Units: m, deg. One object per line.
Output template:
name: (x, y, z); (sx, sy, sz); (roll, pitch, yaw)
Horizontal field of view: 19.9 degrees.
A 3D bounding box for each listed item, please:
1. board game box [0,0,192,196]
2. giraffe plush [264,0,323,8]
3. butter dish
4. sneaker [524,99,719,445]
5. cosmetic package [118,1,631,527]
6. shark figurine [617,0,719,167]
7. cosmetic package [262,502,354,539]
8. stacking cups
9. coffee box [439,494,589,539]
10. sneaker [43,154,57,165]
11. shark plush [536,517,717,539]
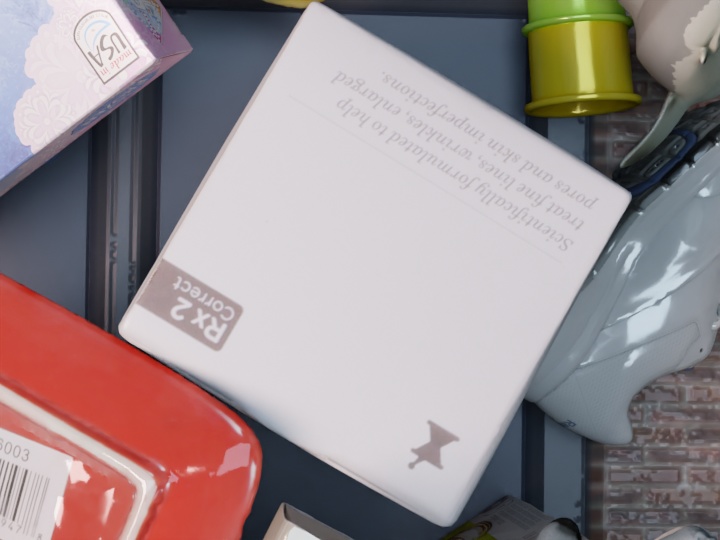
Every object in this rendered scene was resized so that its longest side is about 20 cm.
board game box: (-0.206, -0.123, 0.899); (0.199, 0.043, 0.200); (-34, 91, 24)
giraffe plush: (-0.120, -0.171, 0.958); (0.161, 0.173, 0.201); (-29, 123, -11)
butter dish: (-0.133, 0.110, 0.909); (0.199, 0.148, 0.201); (27, 101, 19)
sneaker: (0.151, -0.002, 1.030); (0.087, 0.075, 0.200); (38, 92, -15)
cosmetic package: (0.000, 0.000, 0.942); (0.164, 0.200, 0.166); (30, 86, -4)
shark figurine: (0.147, -0.135, 0.955); (0.128, 0.215, 0.090); (-40, 74, -14)
cosmetic package: (-0.032, 0.204, 0.797); (0.103, 0.073, 0.201); (28, 87, -3)
stacking cups: (0.103, -0.180, 1.027); (0.060, 0.061, 0.202); (-5, 88, -5)
coffee box: (0.053, 0.247, 0.939); (0.197, 0.200, 0.201); (-31, 91, -5)
sneaker: (-0.243, -0.054, 0.994); (0.198, 0.066, 0.079); (4, 99, -5)
shark plush: (0.064, 0.175, 0.800); (0.200, 0.083, 0.091); (-39, 91, -6)
